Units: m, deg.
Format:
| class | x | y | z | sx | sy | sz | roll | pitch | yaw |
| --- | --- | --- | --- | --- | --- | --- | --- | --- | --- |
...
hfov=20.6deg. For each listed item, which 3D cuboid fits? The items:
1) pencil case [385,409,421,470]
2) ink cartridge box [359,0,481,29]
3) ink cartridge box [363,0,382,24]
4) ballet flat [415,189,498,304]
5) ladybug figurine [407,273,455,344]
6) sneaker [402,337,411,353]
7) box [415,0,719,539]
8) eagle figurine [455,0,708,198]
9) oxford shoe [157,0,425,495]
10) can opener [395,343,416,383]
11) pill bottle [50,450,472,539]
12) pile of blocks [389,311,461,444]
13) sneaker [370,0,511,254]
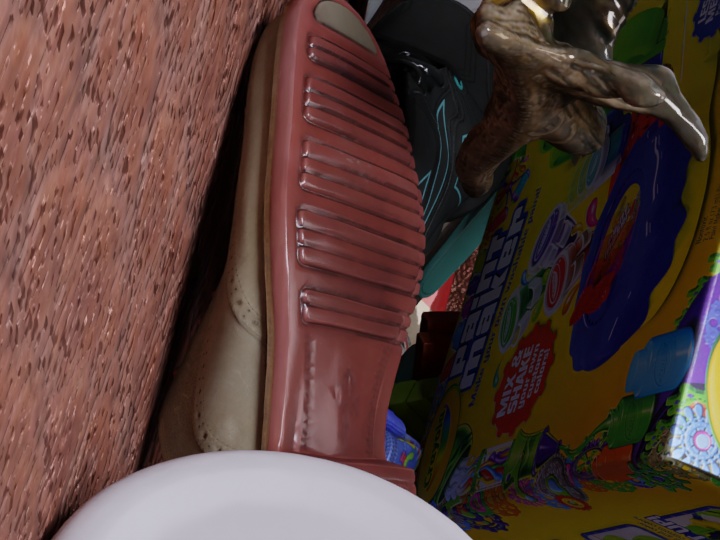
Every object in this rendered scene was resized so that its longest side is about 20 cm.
| class | x | y | z | sx | sy | sz | roll | pitch | yaw |
| --- | --- | --- | --- | --- | --- | --- | --- | --- | --- |
| pencil case | -0.035 | 0.132 | 0.659 | 0.078 | 0.086 | 0.201 | 31 | 68 | -46 |
| ink cartridge box | 0.106 | -0.130 | 0.835 | 0.200 | 0.147 | 0.145 | -46 | -164 | 43 |
| ink cartridge box | 0.033 | -0.216 | 0.744 | 0.160 | 0.047 | 0.201 | 101 | 15 | -58 |
| ballet flat | 0.000 | 0.000 | 0.788 | 0.200 | 0.062 | 0.067 | -49 | 165 | -4 |
| ladybug figurine | 0.024 | -0.027 | 1.114 | 0.136 | 0.071 | 0.201 | 96 | 9 | -70 |
| sneaker | -0.023 | 0.071 | 0.863 | 0.200 | 0.077 | 0.083 | -70 | 153 | -58 |
| box | 0.126 | 0.005 | 0.660 | 0.193 | 0.121 | 0.201 | -32 | -143 | 64 |
| eagle figurine | 0.061 | -0.138 | 0.555 | 0.151 | 0.150 | 0.201 | -8 | -115 | 50 |
| oxford shoe | -0.029 | 0.017 | 0.564 | 0.070 | 0.074 | 0.201 | 24 | 63 | -50 |
| can opener | 0.022 | 0.132 | 0.809 | 0.053 | 0.066 | 0.201 | -22 | -123 | 55 |
| pill bottle | -0.033 | 0.153 | 0.480 | 0.116 | 0.115 | 0.201 | -71 | 174 | -56 |
| pile of blocks | 0.000 | 0.084 | 0.736 | 0.200 | 0.062 | 0.082 | -49 | -156 | -11 |
| sneaker | 0.011 | -0.048 | 0.691 | 0.200 | 0.075 | 0.080 | -67 | 167 | -48 |
